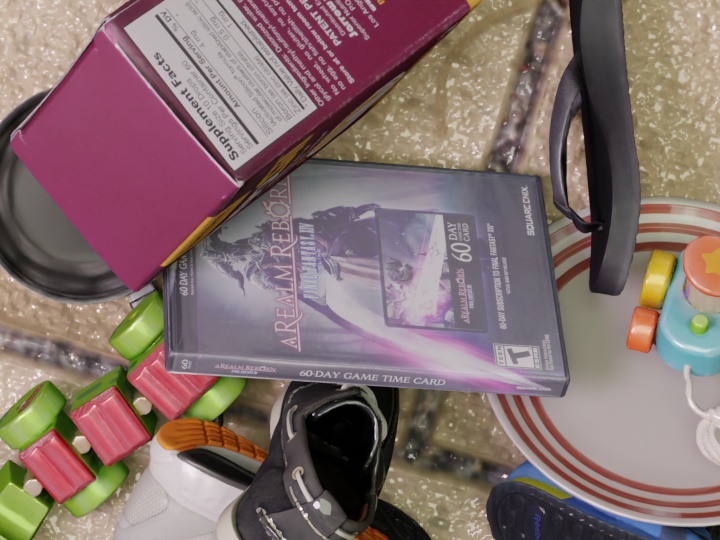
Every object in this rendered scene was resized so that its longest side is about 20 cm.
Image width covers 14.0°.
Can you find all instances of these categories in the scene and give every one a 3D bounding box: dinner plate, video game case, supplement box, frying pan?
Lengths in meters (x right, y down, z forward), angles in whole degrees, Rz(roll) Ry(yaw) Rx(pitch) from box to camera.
[{"bbox_3d":[0.159,0.048,1.491,0.199,0.024,0.201,1,56,-1],"label":"dinner plate"},{"bbox_3d":[0.000,0.000,1.470,0.199,0.019,0.143,5,46,-10],"label":"video game case"},{"bbox_3d":[-0.053,-0.101,1.432,0.103,0.131,0.200,50,54,0],"label":"supplement box"},{"bbox_3d":[-0.114,-0.017,1.521,0.190,0.031,0.115,39,91,-14],"label":"frying pan"}]

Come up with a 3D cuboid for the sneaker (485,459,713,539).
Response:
[{"bbox_3d":[0.159,0.143,1.465,0.200,0.078,0.066,29,129,34],"label":"sneaker"}]

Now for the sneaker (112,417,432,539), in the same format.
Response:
[{"bbox_3d":[-0.036,0.154,1.493,0.200,0.076,0.092,29,108,-16],"label":"sneaker"}]

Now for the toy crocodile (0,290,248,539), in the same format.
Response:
[{"bbox_3d":[-0.121,0.071,1.491,0.200,0.062,0.068,-39,102,8],"label":"toy crocodile"}]

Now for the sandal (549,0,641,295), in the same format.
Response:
[{"bbox_3d":[0.114,-0.081,1.502,0.043,0.076,0.201,-2,72,-4],"label":"sandal"}]

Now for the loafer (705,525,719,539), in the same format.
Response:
[{"bbox_3d":[0.224,0.212,1.507,0.072,0.063,0.201,-12,89,-2],"label":"loafer"}]

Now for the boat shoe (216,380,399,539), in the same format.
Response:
[{"bbox_3d":[-0.009,0.087,1.443,0.072,0.200,0.068,41,118,-7],"label":"boat shoe"}]

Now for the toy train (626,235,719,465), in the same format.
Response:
[{"bbox_3d":[0.234,0.009,1.474,0.200,0.056,0.150,-28,60,-20],"label":"toy train"}]
